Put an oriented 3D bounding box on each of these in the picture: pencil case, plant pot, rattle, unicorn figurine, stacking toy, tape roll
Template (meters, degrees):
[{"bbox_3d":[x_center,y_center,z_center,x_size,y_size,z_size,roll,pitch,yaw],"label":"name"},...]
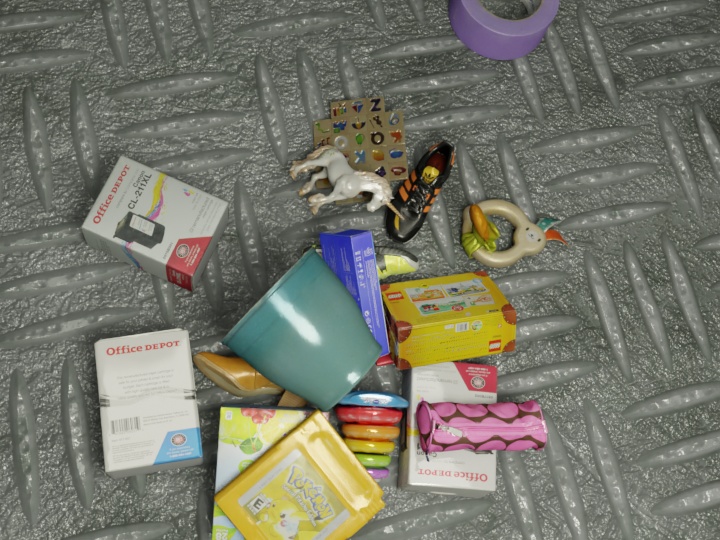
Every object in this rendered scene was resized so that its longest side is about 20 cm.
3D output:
[{"bbox_3d":[0.185,0.237,1.364,0.197,0.094,0.092,-1,71,-12],"label":"pencil case"},{"bbox_3d":[-0.076,0.102,1.359,0.188,0.200,0.200,45,71,-3],"label":"plant pot"},{"bbox_3d":[0.278,-0.084,1.558,0.197,0.144,0.131,5,51,0],"label":"rattle"},{"bbox_3d":[-0.034,-0.149,1.543,0.136,0.074,0.201,-28,66,-9],"label":"unicorn figurine"},{"bbox_3d":[0.010,0.291,1.415,0.115,0.110,0.203,5,82,-6],"label":"stacking toy"},{"bbox_3d":[0.273,-0.513,1.732,0.197,0.085,0.202,2,71,-7],"label":"tape roll"}]

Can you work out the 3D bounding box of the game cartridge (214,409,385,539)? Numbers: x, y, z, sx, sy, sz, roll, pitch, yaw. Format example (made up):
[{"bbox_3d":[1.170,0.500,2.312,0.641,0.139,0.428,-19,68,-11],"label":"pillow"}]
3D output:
[{"bbox_3d":[-0.085,0.335,1.325,0.199,0.032,0.177,-39,95,-5],"label":"game cartridge"}]

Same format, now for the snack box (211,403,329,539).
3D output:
[{"bbox_3d":[-0.136,0.309,1.371,0.166,0.068,0.203,3,87,-7],"label":"snack box"}]

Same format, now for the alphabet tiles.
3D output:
[{"bbox_3d":[-0.001,-0.215,1.604,0.164,0.006,0.202,-6,71,7],"label":"alphabet tiles"}]

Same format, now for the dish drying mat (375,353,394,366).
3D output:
[{"bbox_3d":[0.114,0.125,1.499,0.197,0.077,0.018,-8,110,-11],"label":"dish drying mat"}]

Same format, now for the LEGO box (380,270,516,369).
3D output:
[{"bbox_3d":[0.135,0.077,1.469,0.197,0.078,0.149,-8,28,-10],"label":"LEGO box"}]

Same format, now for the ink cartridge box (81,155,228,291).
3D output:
[{"bbox_3d":[-0.336,-0.077,1.491,0.198,0.083,0.147,23,70,0],"label":"ink cartridge box"}]

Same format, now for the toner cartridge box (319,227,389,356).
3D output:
[{"bbox_3d":[-0.010,0.036,1.445,0.043,0.095,0.202,-16,105,-32],"label":"toner cartridge box"}]

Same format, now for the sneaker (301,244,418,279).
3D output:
[{"bbox_3d":[0.000,0.000,1.527,0.197,0.075,0.077,-1,79,2],"label":"sneaker"}]

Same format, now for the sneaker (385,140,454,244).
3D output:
[{"bbox_3d":[0.104,-0.143,1.574,0.069,0.090,0.201,29,69,3],"label":"sneaker"}]

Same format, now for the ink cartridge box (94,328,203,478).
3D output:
[{"bbox_3d":[-0.325,0.205,1.394,0.144,0.084,0.202,-7,71,-10],"label":"ink cartridge box"}]

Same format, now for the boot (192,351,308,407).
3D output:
[{"bbox_3d":[-0.153,0.140,1.457,0.200,0.071,0.145,30,64,-3],"label":"boot"}]

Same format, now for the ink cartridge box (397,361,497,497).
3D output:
[{"bbox_3d":[0.141,0.252,1.446,0.146,0.086,0.202,6,69,-7],"label":"ink cartridge box"}]
